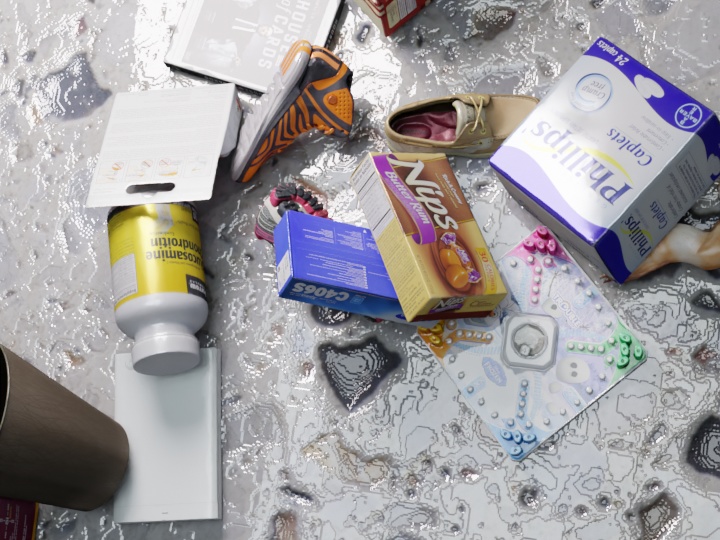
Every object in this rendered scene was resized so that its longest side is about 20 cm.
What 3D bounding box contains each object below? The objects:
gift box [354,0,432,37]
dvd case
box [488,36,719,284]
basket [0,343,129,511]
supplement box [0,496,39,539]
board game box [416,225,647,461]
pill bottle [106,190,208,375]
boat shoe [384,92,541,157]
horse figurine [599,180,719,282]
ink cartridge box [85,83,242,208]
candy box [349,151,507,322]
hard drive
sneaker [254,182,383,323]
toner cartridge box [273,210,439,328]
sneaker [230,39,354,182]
[{"bbox_3d":[0.014,-0.416,1.791,0.199,0.185,0.187,-37,73,-9],"label":"gift box"},{"bbox_3d":[-0.134,-0.301,1.884,0.198,0.025,0.152,18,82,16],"label":"dvd case"},{"bbox_3d":[0.282,-0.126,1.689,0.200,0.105,0.184,-48,55,0],"label":"box"},{"bbox_3d":[-0.374,0.192,1.719,0.135,0.199,0.182,-26,52,29],"label":"basket"},{"bbox_3d":[-0.464,0.299,1.727,0.109,0.200,0.087,3,79,12],"label":"supplement box"},{"bbox_3d":[0.195,0.081,1.726,0.199,0.026,0.201,-38,72,2],"label":"board game box"},{"bbox_3d":[-0.239,0.016,1.779,0.110,0.112,0.203,-13,68,9],"label":"pill bottle"},{"bbox_3d":[0.123,-0.174,1.777,0.197,0.066,0.075,-11,76,10],"label":"boat shoe"},{"bbox_3d":[0.377,-0.047,1.704,0.197,0.050,0.134,5,71,16],"label":"horse figurine"},{"bbox_3d":[-0.234,-0.140,1.813,0.160,0.050,0.202,-3,50,11],"label":"ink cartridge box"},{"bbox_3d":[0.077,-0.041,1.716,0.057,0.115,0.202,-48,53,45],"label":"candy box"},{"bbox_3d":[-0.231,0.198,1.792,0.130,0.026,0.203,-4,77,11],"label":"hard drive"},{"bbox_3d":[-0.040,-0.014,1.780,0.200,0.080,0.075,46,126,7],"label":"sneaker"},{"bbox_3d":[0.000,0.000,1.704,0.198,0.043,0.096,13,51,-24],"label":"toner cartridge box"},{"bbox_3d":[-0.074,-0.172,1.813,0.111,0.078,0.201,25,118,-21],"label":"sneaker"}]
